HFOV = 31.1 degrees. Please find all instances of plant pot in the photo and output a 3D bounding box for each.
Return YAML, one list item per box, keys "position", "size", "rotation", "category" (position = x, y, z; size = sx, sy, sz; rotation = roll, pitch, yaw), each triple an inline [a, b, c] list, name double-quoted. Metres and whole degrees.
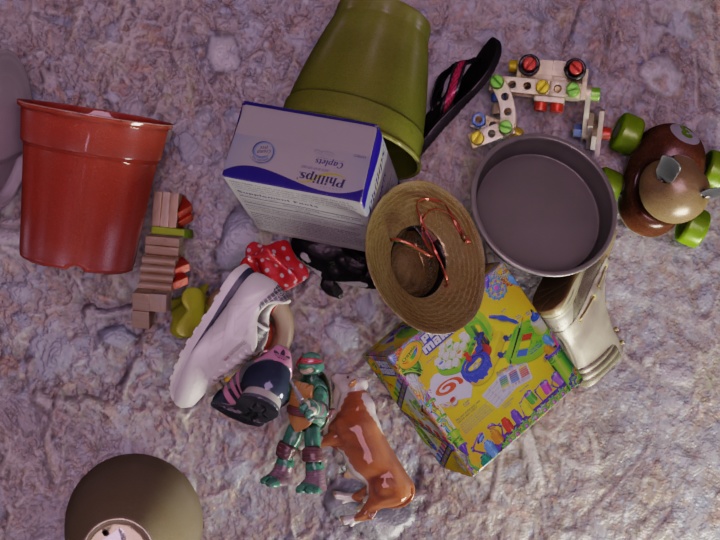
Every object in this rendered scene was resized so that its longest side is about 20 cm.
- position: [-0.350, -0.105, 1.652]
  size: [0.198, 0.201, 0.198]
  rotation: [9, 97, -4]
  category: "plant pot"
- position: [0.009, -0.246, 1.685]
  size: [0.198, 0.200, 0.195]
  rotation: [18, 77, -4]
  category: "plant pot"
- position: [-0.299, 0.342, 1.645]
  size: [0.185, 0.200, 0.190]
  rotation: [0, 90, -4]
  category: "plant pot"

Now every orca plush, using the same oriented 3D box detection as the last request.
- position: [0.000, 0.000, 1.730]
  size: [0.199, 0.071, 0.106]
  rotation: [39, 88, -4]
  category: "orca plush"

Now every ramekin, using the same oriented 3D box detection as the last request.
- position: [-0.495, -0.181, 1.637]
  size: [0.093, 0.202, 0.205]
  rotation: [5, 90, 6]
  category: "ramekin"

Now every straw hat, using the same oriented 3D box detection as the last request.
- position: [0.062, -0.005, 1.620]
  size: [0.199, 0.085, 0.204]
  rotation: [14, 65, -32]
  category: "straw hat"

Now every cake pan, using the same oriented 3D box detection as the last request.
- position: [0.236, -0.081, 1.686]
  size: [0.198, 0.037, 0.203]
  rotation: [4, 69, -10]
  category: "cake pan"

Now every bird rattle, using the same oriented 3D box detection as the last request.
- position: [-0.154, 0.057, 1.723]
  size: [0.198, 0.113, 0.165]
  rotation: [-27, 110, -11]
  category: "bird rattle"

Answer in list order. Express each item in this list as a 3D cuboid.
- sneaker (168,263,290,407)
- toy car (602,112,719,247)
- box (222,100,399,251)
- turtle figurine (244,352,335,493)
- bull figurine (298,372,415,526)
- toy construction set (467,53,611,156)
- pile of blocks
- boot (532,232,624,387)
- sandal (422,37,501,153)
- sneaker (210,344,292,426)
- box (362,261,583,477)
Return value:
- position: [-0.167, 0.094, 1.615]
  size: [0.080, 0.076, 0.201]
  rotation: [32, 99, 7]
  category: "sneaker"
- position: [0.416, -0.124, 1.697]
  size: [0.163, 0.200, 0.159]
  rotation: [22, 88, -4]
  category: "toy car"
- position: [-0.056, -0.113, 1.634]
  size: [0.182, 0.200, 0.106]
  rotation: [11, 74, 13]
  category: "box"
- position: [-0.080, 0.180, 1.668]
  size: [0.100, 0.149, 0.203]
  rotation: [2, 89, -32]
  category: "turtle figurine"
- position: [-0.008, 0.239, 1.734]
  size: [0.121, 0.065, 0.201]
  rotation: [-31, 85, 6]
  category: "bull figurine"
- position: [0.247, -0.218, 1.738]
  size: [0.197, 0.092, 0.133]
  rotation: [7, 89, -5]
  category: "toy construction set"
- position: [-0.247, -0.013, 1.691]
  size: [0.061, 0.082, 0.202]
  rotation: [5, 68, 8]
  category: "pile of blocks"
- position: [0.314, 0.040, 1.750]
  size: [0.155, 0.072, 0.201]
  rotation: [58, 49, -27]
  category: "boot"
- position: [0.118, -0.238, 1.737]
  size: [0.045, 0.075, 0.200]
  rotation: [40, 90, -17]
  category: "sandal"
- position: [-0.130, 0.145, 1.620]
  size: [0.070, 0.200, 0.083]
  rotation: [28, 70, -17]
  category: "sneaker"
- position: [0.146, 0.126, 1.693]
  size: [0.199, 0.122, 0.194]
  rotation: [-37, 98, -14]
  category: "box"
